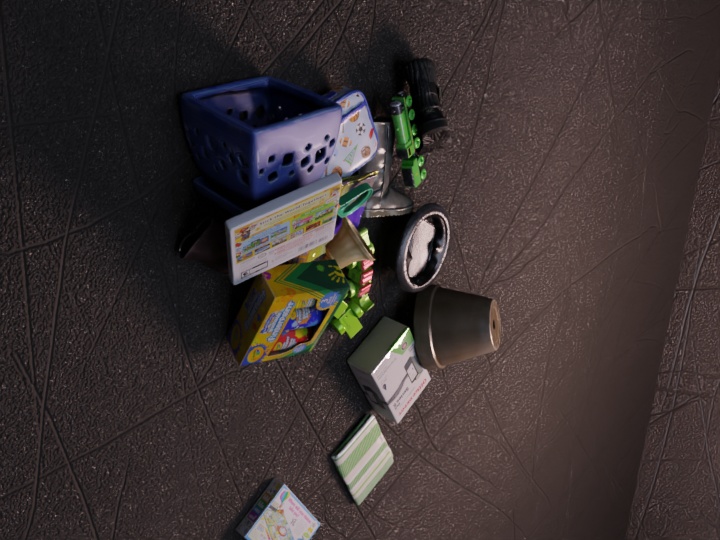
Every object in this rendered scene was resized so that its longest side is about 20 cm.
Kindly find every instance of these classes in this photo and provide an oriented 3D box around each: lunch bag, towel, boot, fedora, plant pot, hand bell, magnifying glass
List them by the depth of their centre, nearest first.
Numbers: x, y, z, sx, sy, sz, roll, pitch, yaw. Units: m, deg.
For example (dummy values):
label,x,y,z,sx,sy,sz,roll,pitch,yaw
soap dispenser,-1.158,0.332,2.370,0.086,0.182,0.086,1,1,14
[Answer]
label,x,y,z,sx,sy,sz,roll,pitch,yaw
plant pot,-0.162,-0.195,1.271,0.199,0.199,0.182,-25,131,-40
boot,-0.193,-0.064,1.318,0.199,0.073,0.166,-40,151,21
magnifying glass,-0.036,-0.118,1.397,0.080,0.022,0.199,-45,169,29
lunch bag,-0.064,-0.242,1.437,0.199,0.075,0.162,-39,133,-22
hand bell,-0.080,-0.007,1.498,0.199,0.105,0.104,-35,136,5
towel,-0.041,-0.106,1.511,0.143,0.023,0.202,-22,145,-44
boot,0.052,-0.217,1.608,0.180,0.072,0.204,-12,108,-48
boot,0.138,-0.343,1.631,0.078,0.211,0.160,-17,81,-3
fedora,0.115,-0.058,1.716,0.199,0.091,0.204,-22,121,-42
plant pot,0.234,0.129,1.813,0.199,0.171,0.204,-5,90,-68
towel,0.008,0.455,1.866,0.153,0.023,0.202,-46,136,-25

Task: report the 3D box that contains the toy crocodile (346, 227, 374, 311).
label,x,y,z,sx,sy,sz,roll,pitch,yaw
toy crocodile,0.000,0.000,1.620,0.067,0.061,0.202,-31,139,-37

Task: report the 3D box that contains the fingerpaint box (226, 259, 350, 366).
label,x,y,z,sx,sy,sz,roll,pitch,yaw
fingerpaint box,-0.134,0.079,1.419,0.165,0.074,0.201,-6,143,-38

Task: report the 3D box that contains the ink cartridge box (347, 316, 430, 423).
label,x,y,z,sx,sy,sz,roll,pitch,yaw
ink cartridge box,0.070,0.232,1.792,0.146,0.083,0.201,-48,136,-23

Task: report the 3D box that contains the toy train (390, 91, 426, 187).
label,x,y,z,sx,sy,sz,roll,pitch,yaw
toy train,0.093,-0.261,1.567,0.056,0.041,0.202,-47,133,-41

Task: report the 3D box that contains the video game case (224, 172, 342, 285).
label,x,y,z,sx,sy,sz,roll,pitch,yaw
video game case,-0.125,-0.065,1.255,0.198,0.023,0.183,-26,158,-19

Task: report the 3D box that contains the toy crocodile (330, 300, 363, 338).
label,x,y,z,sx,sy,sz,roll,pitch,yaw
toy crocodile,-0.051,0.074,1.603,0.068,0.062,0.200,-46,138,-8

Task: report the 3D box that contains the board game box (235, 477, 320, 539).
label,x,y,z,sx,sy,sz,roll,pitch,yaw
board game box,-0.176,0.561,1.690,0.135,0.034,0.201,-50,136,-22

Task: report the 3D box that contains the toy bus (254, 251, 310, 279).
label,x,y,z,sx,sy,sz,roll,pitch,yaw
toy bus,-0.133,-0.052,1.435,0.078,0.065,0.203,6,110,-48
